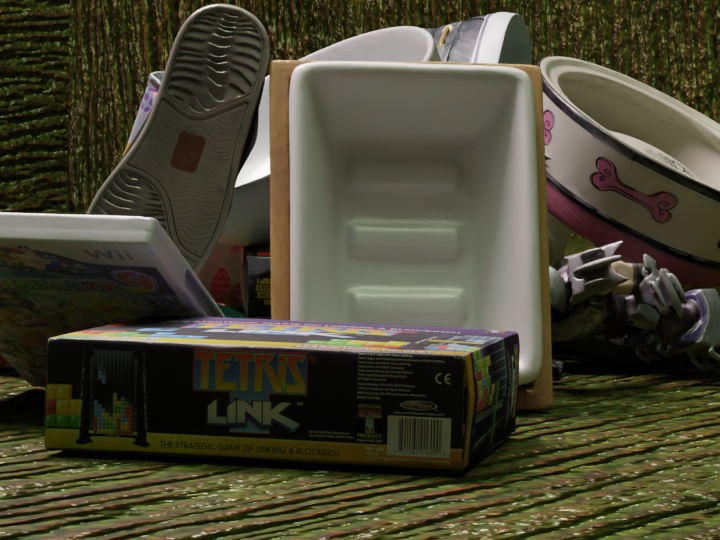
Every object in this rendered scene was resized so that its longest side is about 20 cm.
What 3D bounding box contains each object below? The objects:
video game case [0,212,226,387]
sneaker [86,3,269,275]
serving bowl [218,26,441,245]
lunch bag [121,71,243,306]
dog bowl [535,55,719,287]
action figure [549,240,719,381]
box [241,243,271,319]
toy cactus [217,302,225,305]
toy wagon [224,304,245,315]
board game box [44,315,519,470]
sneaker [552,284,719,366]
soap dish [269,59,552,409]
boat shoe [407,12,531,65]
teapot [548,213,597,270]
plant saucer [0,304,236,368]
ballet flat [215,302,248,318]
[{"bbox_3d":[-0.145,0.020,1.353,0.142,0.018,0.200,2,-24,17],"label":"video game case"},{"bbox_3d":[-0.100,-0.045,1.469,0.074,0.201,0.106,23,-13,6],"label":"sneaker"},{"bbox_3d":[-0.029,-0.073,1.594,0.199,0.066,0.200,-26,20,10],"label":"serving bowl"},{"bbox_3d":[-0.086,-0.044,1.815,0.127,0.171,0.199,34,21,33],"label":"lunch bag"},{"bbox_3d":[0.190,-0.062,1.694,0.199,0.074,0.200,24,18,-8],"label":"dog bowl"},{"bbox_3d":[0.157,0.029,1.555,0.130,0.070,0.199,-11,-13,41],"label":"action figure"},{"bbox_3d":[-0.005,0.005,1.575,0.136,0.040,0.200,2,3,-3],"label":"box"},{"bbox_3d":[0.000,0.000,1.749,0.102,0.200,0.165,50,4,41],"label":"toy cactus"},{"bbox_3d":[-0.029,0.045,1.576,0.199,0.040,0.155,-2,5,-41],"label":"toy wagon"},{"bbox_3d":[-0.032,0.056,1.224,0.198,0.057,0.165,2,4,11],"label":"board game box"},{"bbox_3d":[0.185,0.024,1.716,0.075,0.077,0.199,6,6,35],"label":"sneaker"},{"bbox_3d":[0.026,-0.017,1.436,0.156,0.202,0.081,1,-15,-6],"label":"soap dish"},{"bbox_3d":[0.049,-0.088,1.664,0.090,0.071,0.201,-4,42,24],"label":"boat shoe"},{"bbox_3d":[0.119,-0.040,2.334,0.199,0.147,0.198,-16,-34,12],"label":"teapot"},{"bbox_3d":[-0.216,0.037,1.659,0.199,0.037,0.199,3,4,44],"label":"plant saucer"},{"bbox_3d":[-0.132,0.031,1.491,0.199,0.064,0.067,27,18,34],"label":"ballet flat"}]
